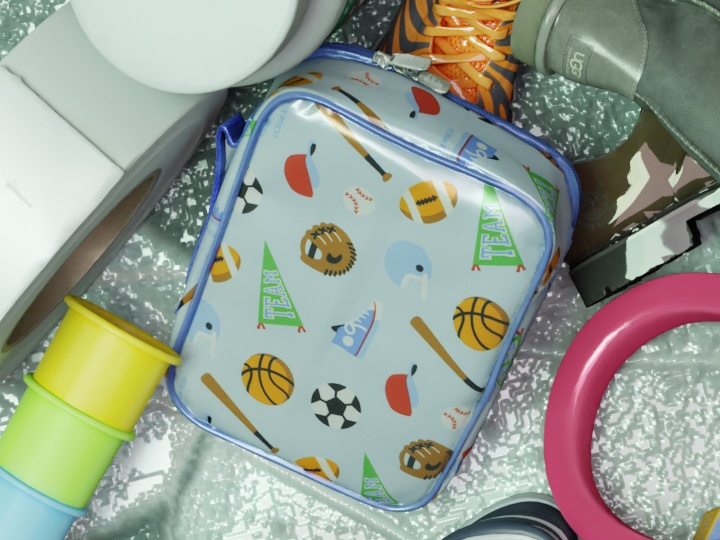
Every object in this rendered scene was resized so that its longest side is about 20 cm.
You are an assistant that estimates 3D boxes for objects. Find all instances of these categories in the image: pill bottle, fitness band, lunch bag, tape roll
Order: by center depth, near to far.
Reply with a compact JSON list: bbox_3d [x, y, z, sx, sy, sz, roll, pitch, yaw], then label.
[{"bbox_3d":[-0.049,-0.140,1.017,0.112,0.200,0.114,3,107,11],"label":"pill bottle"},{"bbox_3d":[-0.146,-0.026,1.061,0.071,0.202,0.203,41,93,1],"label":"tape roll"},{"bbox_3d":[0.000,0.000,1.083,0.159,0.076,0.201,25,122,4],"label":"lunch bag"},{"bbox_3d":[0.176,0.076,1.086,0.199,0.037,0.145,8,80,32],"label":"fitness band"}]

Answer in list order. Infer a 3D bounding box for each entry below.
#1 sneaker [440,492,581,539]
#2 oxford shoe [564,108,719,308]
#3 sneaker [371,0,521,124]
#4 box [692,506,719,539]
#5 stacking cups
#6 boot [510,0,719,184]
[{"bbox_3d":[0.018,0.177,1.104,0.200,0.108,0.070,-41,89,4],"label":"sneaker"},{"bbox_3d":[0.169,-0.069,1.109,0.199,0.073,0.085,-30,83,1],"label":"oxford shoe"},{"bbox_3d":[0.042,-0.110,1.092,0.077,0.112,0.202,14,92,3],"label":"sneaker"},{"bbox_3d":[0.171,0.223,1.109,0.118,0.041,0.201,27,76,1],"label":"box"},{"bbox_3d":[-0.151,0.112,1.075,0.060,0.061,0.201,28,89,2],"label":"stacking cups"},{"bbox_3d":[0.187,-0.091,1.045,0.199,0.073,0.182,31,59,26],"label":"boot"}]
